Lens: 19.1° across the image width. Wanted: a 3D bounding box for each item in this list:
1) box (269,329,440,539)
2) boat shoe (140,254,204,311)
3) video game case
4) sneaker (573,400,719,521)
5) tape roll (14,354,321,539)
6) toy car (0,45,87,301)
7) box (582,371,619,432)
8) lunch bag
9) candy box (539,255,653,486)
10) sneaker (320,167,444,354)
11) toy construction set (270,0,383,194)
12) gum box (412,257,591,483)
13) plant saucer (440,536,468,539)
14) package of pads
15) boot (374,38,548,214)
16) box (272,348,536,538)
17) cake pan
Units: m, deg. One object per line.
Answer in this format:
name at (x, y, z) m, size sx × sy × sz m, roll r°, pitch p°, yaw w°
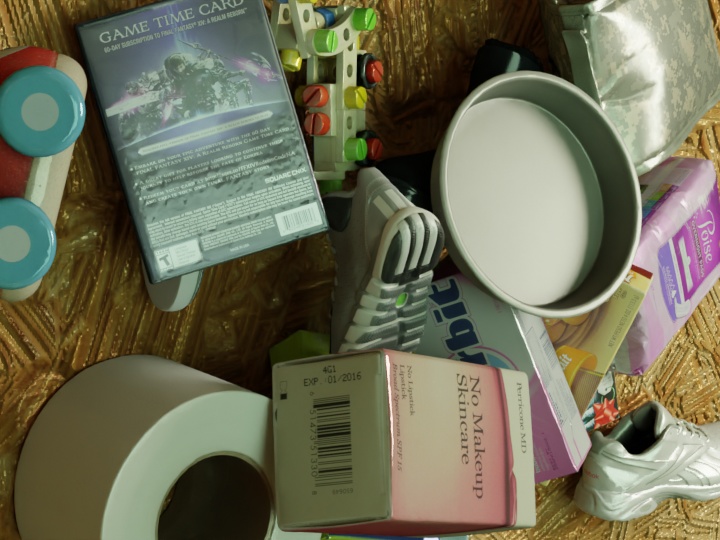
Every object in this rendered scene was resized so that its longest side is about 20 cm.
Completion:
box at (-0.003, 0.154, 1.737) m, size 0.122 × 0.048 × 0.201 m, roll 9°, pitch 62°, yaw -38°
boat shoe at (-0.126, -0.068, 1.644) m, size 0.056 × 0.069 × 0.201 m, roll 0°, pitch 97°, yaw -36°
video game case at (-0.118, -0.106, 1.598) m, size 0.142 × 0.019 × 0.201 m, roll -17°, pitch 93°, yaw -13°
sneaker at (0.289, 0.165, 1.991) m, size 0.200 × 0.078 × 0.100 m, roll -15°, pitch 120°, yaw -35°
tape roll at (-0.146, 0.175, 1.635) m, size 0.202 × 0.139 × 0.203 m, roll -9°, pitch 106°, yaw -35°
toy car at (-0.300, -0.081, 1.476) m, size 0.199 × 0.184 × 0.178 m, roll 13°, pitch 92°, yaw -10°
box at (0.160, 0.059, 1.904) m, size 0.137 × 0.040 × 0.201 m, roll -21°, pitch 112°, yaw -33°
lunch bag at (0.221, -0.183, 1.821) m, size 0.200 × 0.117 × 0.165 m, roll -44°, pitch 126°, yaw -50°
candy box at (0.152, 0.069, 1.809) m, size 0.200 × 0.115 × 0.055 m, roll -65°, pitch 173°, yaw 23°
sneaker at (0.000, 0.000, 1.682) m, size 0.075 × 0.116 × 0.200 m, roll -14°, pitch 141°, yaw -34°
toy construction set at (-0.041, -0.132, 1.678) m, size 0.131 × 0.092 × 0.201 m, roll -8°, pitch 114°, yaw -61°
gum box at (0.103, 0.091, 1.763) m, size 0.201 × 0.113 × 0.066 m, roll 68°, pitch 22°, yaw -9°
plant saucer at (0.003, 0.197, 1.781) m, size 0.201 × 0.039 × 0.202 m, roll 19°, pitch 57°, yaw -32°
package of pads at (0.256, -0.006, 1.901) m, size 0.200 × 0.075 × 0.121 m, roll -43°, pitch 129°, yaw -45°
boot at (0.083, -0.114, 1.761) m, size 0.200 × 0.076 × 0.169 m, roll 23°, pitch 86°, yaw -62°
box at (0.035, 0.135, 1.625) m, size 0.200 × 0.109 × 0.128 m, roll 11°, pitch 73°, yaw -53°
cake pan at (0.137, -0.058, 1.703) m, size 0.200 × 0.037 × 0.201 m, roll 7°, pitch 76°, yaw -31°
